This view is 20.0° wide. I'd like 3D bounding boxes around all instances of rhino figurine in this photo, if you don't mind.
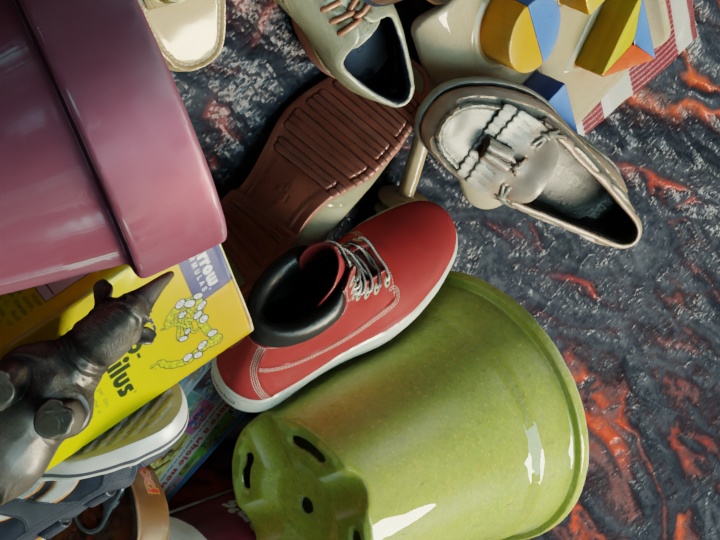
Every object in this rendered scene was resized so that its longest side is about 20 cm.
[{"bbox_3d":[-0.171,0.069,1.072,0.200,0.060,0.087,-45,-179,0],"label":"rhino figurine"}]

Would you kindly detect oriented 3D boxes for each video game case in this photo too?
[{"bbox_3d":[-0.155,0.086,1.336,0.143,0.018,0.200,-48,143,-4],"label":"video game case"}]

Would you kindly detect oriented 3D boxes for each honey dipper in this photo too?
[{"bbox_3d":[0.044,-0.099,1.371,0.038,0.038,0.202,-7,121,-42],"label":"honey dipper"}]

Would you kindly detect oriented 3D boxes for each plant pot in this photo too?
[{"bbox_3d":[0.020,0.124,1.376,0.183,0.200,0.202,-25,137,-42],"label":"plant pot"},{"bbox_3d":[-0.187,-0.070,1.043,0.178,0.201,0.201,-24,139,-7],"label":"plant pot"}]

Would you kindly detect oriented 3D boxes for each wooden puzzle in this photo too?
[{"bbox_3d":[0.134,-0.156,1.364,0.200,0.046,0.186,-42,140,-18],"label":"wooden puzzle"}]

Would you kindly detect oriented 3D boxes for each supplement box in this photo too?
[{"bbox_3d":[-0.180,0.026,1.170,0.199,0.109,0.110,-34,141,-13],"label":"supplement box"}]

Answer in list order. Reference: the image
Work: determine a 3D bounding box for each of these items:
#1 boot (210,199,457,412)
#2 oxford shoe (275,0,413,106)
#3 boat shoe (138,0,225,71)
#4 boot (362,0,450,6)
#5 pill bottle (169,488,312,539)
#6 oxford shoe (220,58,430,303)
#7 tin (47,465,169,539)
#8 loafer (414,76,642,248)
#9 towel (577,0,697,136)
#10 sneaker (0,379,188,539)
[{"bbox_3d":[0.000,0.000,1.281,0.200,0.072,0.144,-37,169,-28],"label":"boot"},{"bbox_3d":[-0.018,-0.171,1.193,0.071,0.074,0.200,-44,140,-2],"label":"oxford shoe"},{"bbox_3d":[-0.107,-0.179,1.113,0.073,0.069,0.201,-35,141,-18],"label":"boat shoe"},{"bbox_3d":[0.068,-0.204,1.201,0.200,0.096,0.075,-39,108,-61],"label":"boot"},{"bbox_3d":[-0.104,0.214,1.401,0.199,0.109,0.110,-15,132,-50],"label":"pill bottle"},{"bbox_3d":[-0.032,-0.058,1.313,0.200,0.071,0.074,-44,166,-6],"label":"oxford shoe"},{"bbox_3d":[-0.194,0.188,1.289,0.200,0.112,0.042,-50,155,25],"label":"tin"},{"bbox_3d":[0.118,-0.067,1.329,0.199,0.063,0.072,23,112,-45],"label":"loafer"},{"bbox_3d":[0.156,-0.161,1.442,0.200,0.023,0.145,-39,140,-17],"label":"towel"},{"bbox_3d":[-0.189,0.115,1.225,0.198,0.079,0.080,-13,134,11],"label":"sneaker"}]
